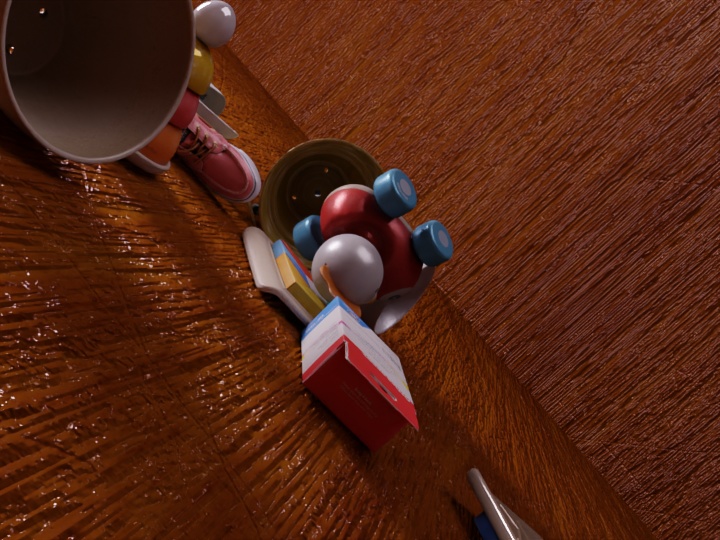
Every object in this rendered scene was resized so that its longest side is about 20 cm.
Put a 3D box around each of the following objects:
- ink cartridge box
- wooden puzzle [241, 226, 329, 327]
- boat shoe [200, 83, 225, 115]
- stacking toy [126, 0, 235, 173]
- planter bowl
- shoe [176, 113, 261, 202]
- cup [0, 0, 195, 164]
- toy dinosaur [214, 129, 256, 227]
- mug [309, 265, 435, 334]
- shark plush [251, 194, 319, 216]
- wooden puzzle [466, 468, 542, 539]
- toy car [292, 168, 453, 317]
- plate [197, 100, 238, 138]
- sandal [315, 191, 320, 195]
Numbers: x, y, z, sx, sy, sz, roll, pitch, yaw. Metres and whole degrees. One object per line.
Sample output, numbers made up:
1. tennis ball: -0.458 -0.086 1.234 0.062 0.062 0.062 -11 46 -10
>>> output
1. ink cartridge box: -0.005 0.118 0.919 0.116 0.067 0.200 46 8 -14
2. wooden puzzle: -0.068 0.035 1.095 0.200 0.037 0.185 44 9 -29
3. boat shoe: -0.323 -0.349 1.507 0.071 0.070 0.201 39 -2 31
4. stacking toy: -0.213 -0.223 0.938 0.146 0.200 0.146 47 7 -8
5. planter bowl: -0.059 -0.107 1.251 0.200 0.200 0.084 44 5 -24
6. shoe: -0.224 -0.168 1.123 0.200 0.072 0.091 44 8 8
7. cup: -0.266 -0.212 0.733 0.142 0.202 0.200 23 -6 30
8. toy dinosaur: -0.204 -0.160 1.222 0.201 0.058 0.101 52 7 23
9. mug: -0.004 -0.002 1.330 0.175 0.148 0.199 42 36 18
10. shark plush: -0.136 -0.083 1.335 0.083 0.092 0.200 25 19 12
11. wooden puzzle: 0.200 0.356 0.995 0.200 0.046 0.186 50 6 -29
12. toy car: 0.000 0.000 1.108 0.177 0.183 0.201 51 34 -22
13. plate: -0.283 -0.272 1.306 0.199 0.032 0.200 40 0 -18
14. sandal: -0.060 -0.103 1.448 0.076 0.045 0.200 60 -28 15
